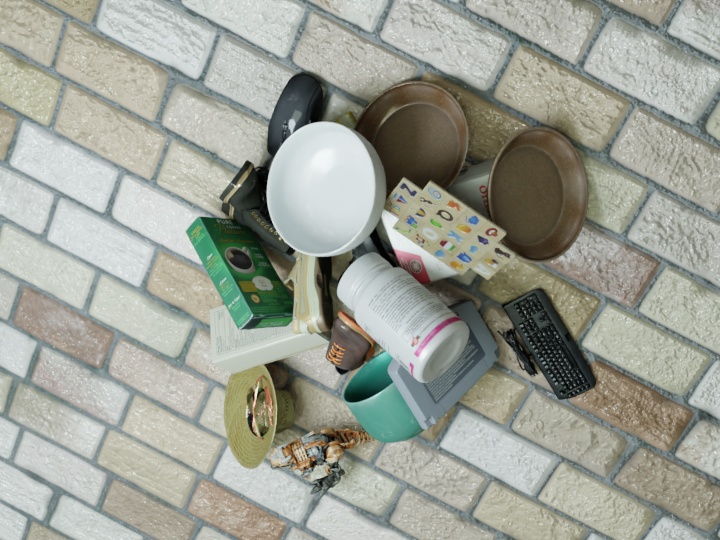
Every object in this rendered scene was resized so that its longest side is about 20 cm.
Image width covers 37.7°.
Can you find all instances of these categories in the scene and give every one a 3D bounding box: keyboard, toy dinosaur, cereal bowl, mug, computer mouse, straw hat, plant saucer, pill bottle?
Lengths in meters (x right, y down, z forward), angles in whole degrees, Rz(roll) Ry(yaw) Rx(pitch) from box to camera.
[{"bbox_3d":[0.302,0.135,1.744,0.103,0.040,0.201,-28,103,22],"label":"keyboard"},{"bbox_3d":[-0.062,0.323,1.852,0.198,0.103,0.136,4,141,-8],"label":"toy dinosaur"},{"bbox_3d":[-0.041,-0.121,1.606,0.198,0.083,0.203,-1,88,31],"label":"cereal bowl"},{"bbox_3d":[0.075,0.208,1.766,0.184,0.152,0.115,-28,108,24],"label":"mug"},{"bbox_3d":[-0.092,-0.199,1.668,0.140,0.046,0.202,28,108,15],"label":"computer mouse"},{"bbox_3d":[-0.162,0.252,1.875,0.084,0.201,0.203,1,122,-34],"label":"straw hat"},{"bbox_3d":[0.259,-0.113,1.587,0.037,0.200,0.202,6,122,56],"label":"plant saucer"},{"bbox_3d":[0.079,-0.189,1.622,0.198,0.037,0.203,-5,79,26],"label":"plant saucer"},{"bbox_3d":[0.063,0.068,1.631,0.200,0.113,0.114,42,119,26],"label":"pill bottle"}]

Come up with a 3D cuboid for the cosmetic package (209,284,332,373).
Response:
[{"bbox_3d":[-0.153,0.095,1.793,0.198,0.073,0.105,-17,63,21],"label":"cosmetic package"}]

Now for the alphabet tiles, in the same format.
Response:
[{"bbox_3d":[0.129,-0.060,1.565,0.199,0.006,0.167,34,152,-3],"label":"alphabet tiles"}]

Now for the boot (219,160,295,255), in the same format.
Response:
[{"bbox_3d":[-0.149,-0.095,1.680,0.138,0.200,0.078,39,82,1],"label":"boot"}]

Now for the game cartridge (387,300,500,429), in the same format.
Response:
[{"bbox_3d":[0.135,0.144,1.716,0.134,0.200,0.041,56,149,-10],"label":"game cartridge"}]

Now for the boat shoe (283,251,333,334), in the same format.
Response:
[{"bbox_3d":[-0.090,0.009,1.710,0.075,0.202,0.072,-13,145,17],"label":"boat shoe"}]

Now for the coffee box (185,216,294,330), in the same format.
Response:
[{"bbox_3d":[-0.192,0.003,1.717,0.044,0.122,0.201,-43,67,28],"label":"coffee box"}]

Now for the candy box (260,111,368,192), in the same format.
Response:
[{"bbox_3d":[-0.066,-0.161,1.714,0.199,0.026,0.103,-32,98,23],"label":"candy box"}]

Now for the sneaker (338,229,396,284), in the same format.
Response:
[{"bbox_3d":[0.000,-0.001,1.747,0.103,0.060,0.201,-25,108,17],"label":"sneaker"}]

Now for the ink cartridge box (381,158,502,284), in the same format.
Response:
[{"bbox_3d":[0.149,-0.076,1.667,0.198,0.085,0.147,-16,108,21],"label":"ink cartridge box"}]

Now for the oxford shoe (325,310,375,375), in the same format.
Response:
[{"bbox_3d":[-0.021,0.126,1.733,0.071,0.200,0.073,39,77,20],"label":"oxford shoe"}]
